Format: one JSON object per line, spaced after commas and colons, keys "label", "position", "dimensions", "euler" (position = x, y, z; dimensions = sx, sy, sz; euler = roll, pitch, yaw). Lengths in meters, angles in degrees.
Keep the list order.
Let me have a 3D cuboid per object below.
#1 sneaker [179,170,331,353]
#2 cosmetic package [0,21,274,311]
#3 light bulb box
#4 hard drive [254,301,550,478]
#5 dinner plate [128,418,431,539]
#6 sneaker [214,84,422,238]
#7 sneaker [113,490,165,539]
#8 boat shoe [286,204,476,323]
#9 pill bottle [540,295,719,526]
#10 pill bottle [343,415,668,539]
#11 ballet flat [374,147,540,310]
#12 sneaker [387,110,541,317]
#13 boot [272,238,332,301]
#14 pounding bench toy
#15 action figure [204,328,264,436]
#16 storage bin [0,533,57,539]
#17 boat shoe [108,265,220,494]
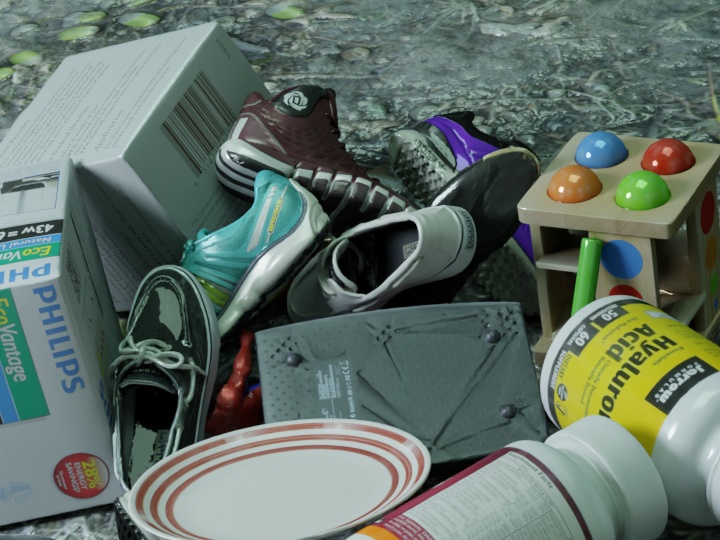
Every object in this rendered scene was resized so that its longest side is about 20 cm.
{"label": "sneaker", "position": [-0.110, 0.009, 1.433], "dimensions": [0.200, 0.080, 0.078], "euler": [-47, -7, 4]}
{"label": "cosmetic package", "position": [-0.178, -0.081, 1.546], "dimensions": [0.199, 0.167, 0.168], "euler": [-5, 43, 42]}
{"label": "light bulb box", "position": [-0.254, 0.052, 1.389], "dimensions": [0.124, 0.199, 0.200], "euler": [-12, 28, 1]}
{"label": "hard drive", "position": [0.028, 0.092, 1.337], "dimensions": [0.199, 0.042, 0.135], "euler": [-7, 54, -4]}
{"label": "dinner plate", "position": [-0.051, 0.143, 1.207], "dimensions": [0.199, 0.024, 0.200], "euler": [-8, 16, 3]}
{"label": "sneaker", "position": [-0.012, -0.090, 1.492], "dimensions": [0.199, 0.076, 0.116], "euler": [24, 55, -15]}
{"label": "sneaker", "position": [-0.088, 0.200, 1.219], "dimensions": [0.093, 0.071, 0.200], "euler": [-18, 31, -28]}
{"label": "boat shoe", "position": [0.000, 0.000, 1.422], "dimensions": [0.065, 0.072, 0.199], "euler": [3, -16, -43]}
{"label": "pill bottle", "position": [0.218, 0.102, 1.239], "dimensions": [0.111, 0.112, 0.200], "euler": [-23, 32, -22]}
{"label": "pill bottle", "position": [0.089, 0.174, 1.156], "dimensions": [0.199, 0.110, 0.109], "euler": [-26, 33, -26]}
{"label": "ballet flat", "position": [0.071, -0.023, 1.448], "dimensions": [0.066, 0.200, 0.057], "euler": [39, 26, 0]}
{"label": "sneaker", "position": [0.117, -0.058, 1.512], "dimensions": [0.099, 0.070, 0.200], "euler": [-28, 68, -25]}
{"label": "boot", "position": [-0.104, -0.029, 1.615], "dimensions": [0.107, 0.075, 0.200], "euler": [-25, 33, -14]}
{"label": "pounding bench toy", "position": [0.187, 0.000, 1.381], "dimensions": [0.124, 0.157, 0.200], "euler": [7, 34, 28]}
{"label": "action figure", "position": [-0.058, 0.077, 1.420], "dimensions": [0.199, 0.066, 0.099], "euler": [-21, 37, -19]}
{"label": "storage bin", "position": [-0.269, 0.247, 1.131], "dimensions": [0.199, 0.146, 0.135], "euler": [-3, 40, 14]}
{"label": "boat shoe", "position": [-0.150, 0.080, 1.342], "dimensions": [0.073, 0.068, 0.200], "euler": [-1, 64, 15]}
